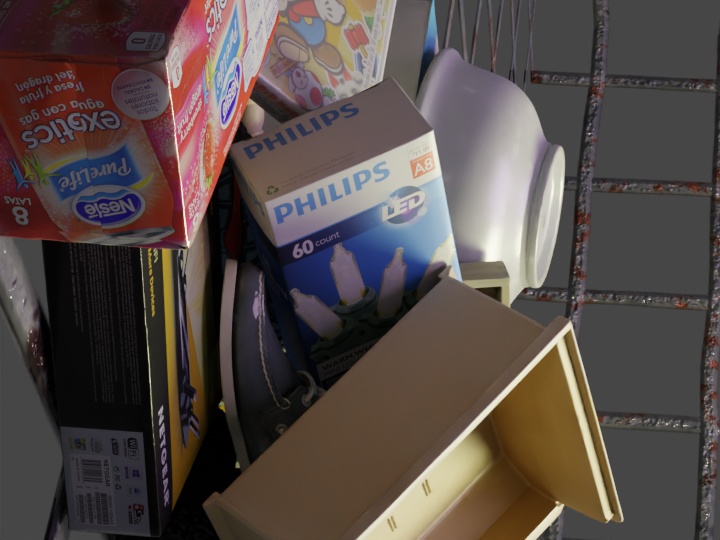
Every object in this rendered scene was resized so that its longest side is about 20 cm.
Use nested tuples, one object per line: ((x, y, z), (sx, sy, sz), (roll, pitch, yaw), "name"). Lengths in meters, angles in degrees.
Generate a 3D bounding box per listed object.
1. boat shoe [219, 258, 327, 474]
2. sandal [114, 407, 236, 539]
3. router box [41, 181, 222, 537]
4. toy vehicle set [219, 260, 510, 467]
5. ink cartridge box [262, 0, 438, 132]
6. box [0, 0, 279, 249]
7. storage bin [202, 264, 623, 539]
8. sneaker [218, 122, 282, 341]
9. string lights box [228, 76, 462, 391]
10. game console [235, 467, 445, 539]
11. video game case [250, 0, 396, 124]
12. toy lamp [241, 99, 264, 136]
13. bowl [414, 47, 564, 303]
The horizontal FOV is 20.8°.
((-0.041, 0.078, 1.095), (0.073, 0.061, 0.201), (-87, 171, -58), "boat shoe")
((-0.106, 0.157, 1.067), (0.201, 0.075, 0.048), (-79, -165, -47), "sandal")
((-0.112, 0.010, 1.006), (0.158, 0.052, 0.202), (-70, 162, -62), "router box")
((-0.005, 0.061, 1.245), (0.027, 0.198, 0.125), (-103, -170, -64), "toy vehicle set")
((-0.011, -0.083, 1.367), (0.201, 0.127, 0.126), (79, 18, -57), "ink cartridge box")
((-0.103, -0.109, 0.887), (0.201, 0.095, 0.100), (-75, 165, -50), "box")
((0.037, 0.139, 1.087), (0.200, 0.093, 0.199), (-44, 138, -21), "storage bin")
((-0.067, -0.047, 1.135), (0.080, 0.095, 0.201), (-73, 164, -56), "sneaker")
((0.000, 0.000, 1.103), (0.059, 0.102, 0.201), (-124, -166, -45), "string lights box")
((-0.039, 0.219, 1.182), (0.031, 0.175, 0.202), (-162, -105, -75), "game console")
((-0.048, -0.182, 1.112), (0.182, 0.023, 0.201), (37, 47, -33), "video game case")
((-0.070, -0.103, 1.222), (0.058, 0.058, 0.202), (-65, 157, -66), "toy lamp")
((0.084, -0.042, 1.308), (0.201, 0.090, 0.203), (10, 90, -77), "bowl")
